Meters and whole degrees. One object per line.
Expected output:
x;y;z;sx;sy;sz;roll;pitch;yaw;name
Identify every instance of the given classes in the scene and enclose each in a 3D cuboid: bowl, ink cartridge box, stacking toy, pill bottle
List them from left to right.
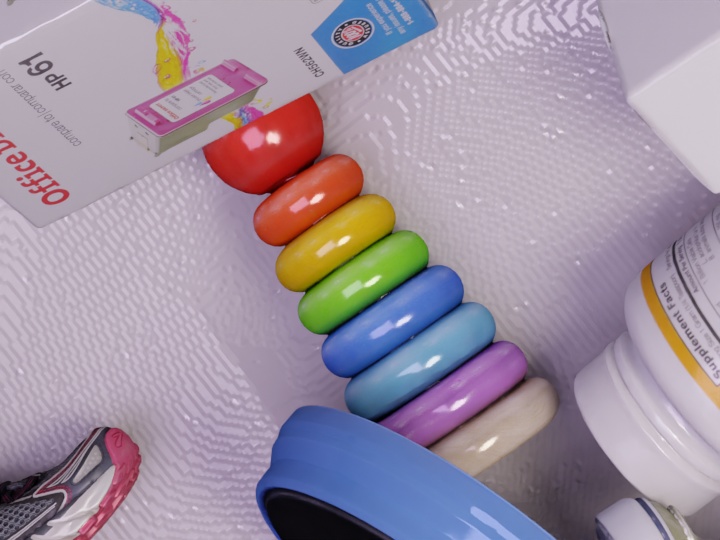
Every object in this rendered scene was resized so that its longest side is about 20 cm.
-0.089;-0.114;1.207;0.200;0.145;0.085;-25;64;10;ink cartridge box
0.000;0.000;1.276;0.085;0.085;0.200;-34;90;19;stacking toy
0.040;0.135;1.241;0.201;0.201;0.039;37;73;3;bowl
0.186;0.012;1.214;0.200;0.109;0.109;-41;91;20;pill bottle

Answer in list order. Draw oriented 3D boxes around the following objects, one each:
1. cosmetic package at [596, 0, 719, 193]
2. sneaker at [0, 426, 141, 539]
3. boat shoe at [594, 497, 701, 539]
0.196;-0.129;1.172;0.200;0.102;0.074;-34;126;21;cosmetic package
-0.188;0.123;1.351;0.200;0.081;0.075;-29;93;19;sneaker
0.160;0.154;1.252;0.062;0.072;0.200;-33;132;2;boat shoe
